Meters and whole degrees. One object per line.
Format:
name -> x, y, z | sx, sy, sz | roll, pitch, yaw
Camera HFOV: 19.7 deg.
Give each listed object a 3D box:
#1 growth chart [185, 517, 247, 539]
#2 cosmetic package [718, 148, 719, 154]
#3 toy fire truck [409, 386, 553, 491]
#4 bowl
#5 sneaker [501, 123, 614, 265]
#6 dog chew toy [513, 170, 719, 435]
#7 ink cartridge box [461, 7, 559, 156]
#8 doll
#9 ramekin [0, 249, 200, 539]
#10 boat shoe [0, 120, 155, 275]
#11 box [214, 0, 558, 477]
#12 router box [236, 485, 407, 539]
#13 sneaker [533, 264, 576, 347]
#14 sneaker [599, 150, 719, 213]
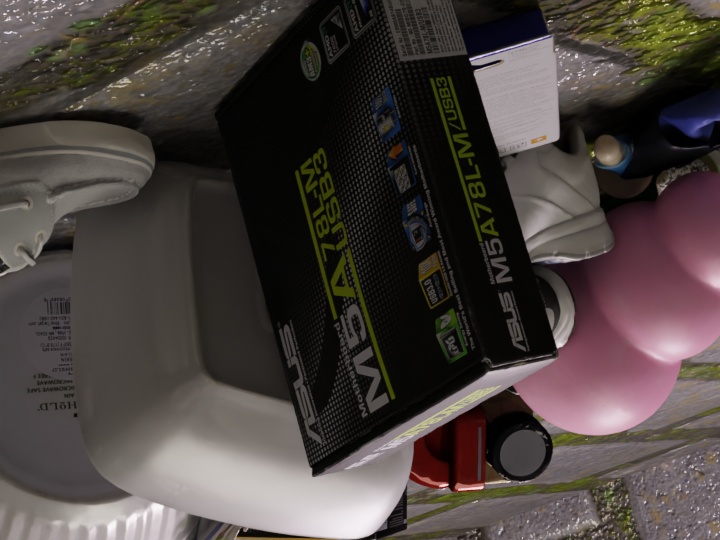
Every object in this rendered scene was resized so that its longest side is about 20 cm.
growth chart -> -0.058, 0.118, 1.271 | 0.200, 0.018, 0.145 | -47, -166, 27
cosmetic package -> 0.329, -0.060, 1.432 | 0.071, 0.106, 0.199 | -24, 163, 33
toy fire truck -> 0.032, 0.068, 1.435 | 0.198, 0.178, 0.129 | -3, -163, -13
bowl -> -0.053, 0.033, 1.114 | 0.198, 0.202, 0.075 | 15, 144, -30
sneaker -> 0.079, -0.037, 1.232 | 0.074, 0.088, 0.199 | -4, -171, 34
dog chew toy -> 0.182, 0.014, 1.336 | 0.200, 0.125, 0.124 | -45, 154, 26
ink cartridge box -> 0.057, -0.096, 1.113 | 0.094, 0.037, 0.200 | -16, 169, 3
doll -> 0.202, -0.088, 1.284 | 0.135, 0.049, 0.200 | -20, 176, -27
ramekin -> -0.174, 0.084, 1.244 | 0.198, 0.202, 0.105 | -11, 157, -19
boat shoe -> -0.189, -0.029, 1.022 | 0.198, 0.069, 0.072 | -6, 164, -35
box -> 0.005, -0.022, 0.993 | 0.047, 0.202, 0.193 | -8, 166, -31
router box -> -0.053, 0.161, 1.472 | 0.155, 0.053, 0.200 | 0, 175, 8
sneaker -> 0.036, 0.053, 1.298 | 0.199, 0.074, 0.079 | -31, 167, 21
sneaker -> 0.168, -0.036, 1.451 | 0.088, 0.078, 0.199 | 15, 144, -41
